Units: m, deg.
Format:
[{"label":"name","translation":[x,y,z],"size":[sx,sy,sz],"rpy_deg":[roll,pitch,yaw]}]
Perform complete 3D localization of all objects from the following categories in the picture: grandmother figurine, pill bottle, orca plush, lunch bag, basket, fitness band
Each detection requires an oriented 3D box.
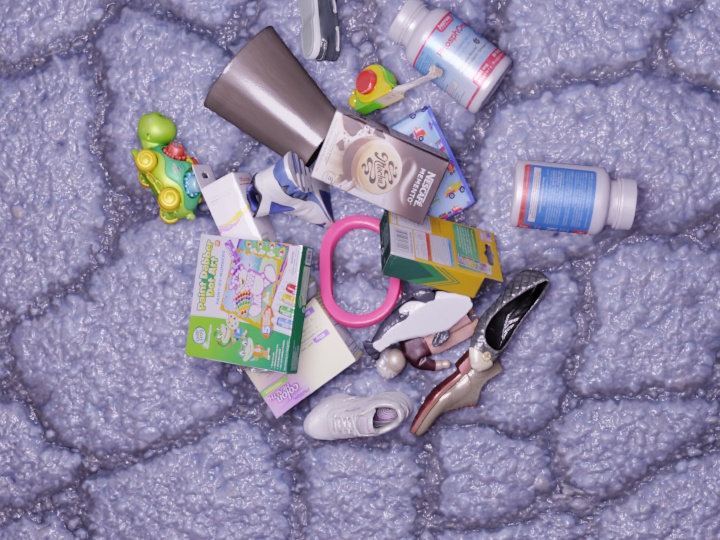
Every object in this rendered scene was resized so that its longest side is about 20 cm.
[{"label":"grandmother figurine","translation":[0.112,0.121,1.532],"size":[0.198,0.061,0.123],"rpy_deg":[-32,80,5]},{"label":"pill bottle","translation":[0.146,-0.364,1.474],"size":[0.199,0.109,0.110],"rpy_deg":[38,97,4]},{"label":"orca plush","translation":[0.096,0.083,1.501],"size":[0.199,0.071,0.105],"rpy_deg":[-41,109,12]},{"label":"pill bottle","translation":[0.349,-0.118,1.459],"size":[0.195,0.112,0.115],"rpy_deg":[7,94,8]},{"label":"lunch bag","translation":[0.096,-0.154,1.511],"size":[0.148,0.094,0.203],"rpy_deg":[-27,99,6]},{"label":"basket","translation":[-0.136,-0.279,1.508],"size":[0.200,0.136,0.181],"rpy_deg":[42,83,0]},{"label":"fitness band","translation":[0.000,0.000,1.513],"size":[0.140,0.038,0.204],"rpy_deg":[-6,67,9]}]

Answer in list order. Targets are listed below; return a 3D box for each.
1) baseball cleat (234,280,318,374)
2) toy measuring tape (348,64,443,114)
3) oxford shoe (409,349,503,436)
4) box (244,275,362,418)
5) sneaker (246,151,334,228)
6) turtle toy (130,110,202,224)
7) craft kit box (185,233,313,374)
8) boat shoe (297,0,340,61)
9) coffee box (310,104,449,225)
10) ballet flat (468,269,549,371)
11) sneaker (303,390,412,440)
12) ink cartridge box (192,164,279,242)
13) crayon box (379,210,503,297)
[{"label":"baseball cleat","translation":[-0.134,0.100,1.468],"size":[0.198,0.070,0.107],"rpy_deg":[-33,94,18]},{"label":"toy measuring tape","translation":[0.053,-0.324,1.487],"size":[0.198,0.073,0.075],"rpy_deg":[-18,90,40]},{"label":"oxford shoe","translation":[0.165,0.220,1.524],"size":[0.075,0.070,0.201],"rpy_deg":[41,98,-2]},{"label":"box","translation":[-0.124,0.117,1.543],"size":[0.175,0.097,0.202],"rpy_deg":[-36,87,8]},{"label":"sneaker","translation":[-0.127,-0.129,1.489],"size":[0.113,0.199,0.082],"rpy_deg":[-15,68,17]},{"label":"turtle toy","translation":[-0.337,-0.179,1.544],"size":[0.100,0.146,0.202],"rpy_deg":[-31,89,-14]},{"label":"craft kit box","translation":[-0.181,0.051,1.424],"size":[0.194,0.048,0.205],"rpy_deg":[6,88,27]},{"label":"boat shoe","translation":[-0.070,-0.456,1.524],"size":[0.059,0.075,0.205],"rpy_deg":[3,83,-30]},{"label":"coffee box","translation":[0.032,-0.170,1.421],"size":[0.196,0.080,0.115],"rpy_deg":[23,107,-5]},{"label":"ballet flat","translation":[0.245,0.081,1.486],"size":[0.066,0.057,0.202],"rpy_deg":[38,81,-22]},{"label":"sneaker","translation":[-0.009,0.252,1.534],"size":[0.196,0.100,0.077],"rpy_deg":[-14,93,9]},{"label":"ink cartridge box","translation":[-0.210,-0.103,1.527],"size":[0.066,0.117,0.203],"rpy_deg":[-24,94,9]},{"label":"crayon box","translation":[0.131,-0.029,1.466],"size":[0.196,0.127,0.052],"rpy_deg":[14,130,-13]}]
